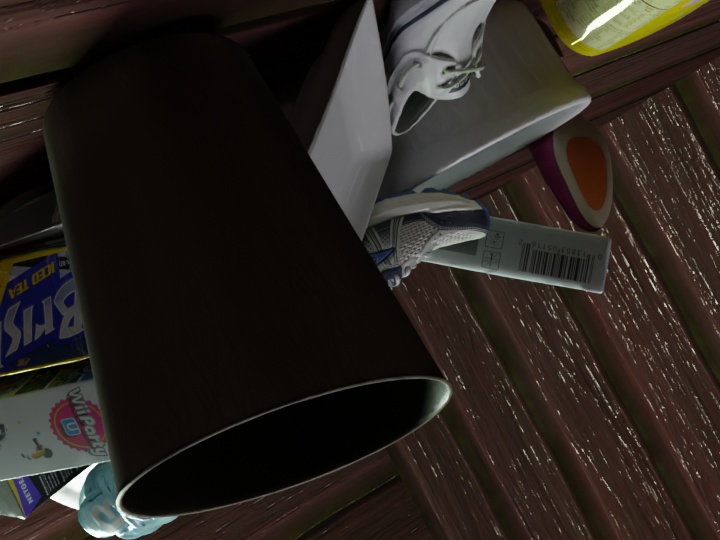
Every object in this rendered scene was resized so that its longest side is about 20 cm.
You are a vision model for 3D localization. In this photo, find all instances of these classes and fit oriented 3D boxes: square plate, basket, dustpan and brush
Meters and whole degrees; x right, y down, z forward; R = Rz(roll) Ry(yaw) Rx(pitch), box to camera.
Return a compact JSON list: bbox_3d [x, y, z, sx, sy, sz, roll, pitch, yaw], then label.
[{"bbox_3d":[-0.028,-0.039,0.913,0.200,0.028,0.199,78,30,-66],"label":"square plate"},{"bbox_3d":[-0.070,-0.002,0.719,0.180,0.200,0.136,-8,154,-42],"label":"basket"},{"bbox_3d":[-0.129,-0.063,0.905,0.139,0.057,0.200,-15,180,40],"label":"dustpan and brush"}]

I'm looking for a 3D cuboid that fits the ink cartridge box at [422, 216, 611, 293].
[{"bbox_3d":[0.119,-0.018,1.211,0.160,0.047,0.200,10,-179,7],"label":"ink cartridge box"}]

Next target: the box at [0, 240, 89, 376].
[{"bbox_3d":[-0.211,0.026,0.896,0.199,0.070,0.064,-12,-174,20],"label":"box"}]

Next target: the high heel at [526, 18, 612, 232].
[{"bbox_3d":[0.146,-0.108,1.254,0.067,0.200,0.096,-4,156,-39],"label":"high heel"}]

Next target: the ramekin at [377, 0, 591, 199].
[{"bbox_3d":[0.066,-0.123,1.132,0.200,0.098,0.200,-27,177,-1],"label":"ramekin"}]

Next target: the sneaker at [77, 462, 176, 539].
[{"bbox_3d":[-0.147,0.152,1.004,0.082,0.074,0.200,-45,-178,-22],"label":"sneaker"}]

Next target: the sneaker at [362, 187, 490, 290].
[{"bbox_3d":[0.000,0.000,1.051,0.199,0.085,0.077,-14,170,-9],"label":"sneaker"}]

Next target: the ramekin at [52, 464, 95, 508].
[{"bbox_3d":[-0.235,0.113,1.376,0.098,0.201,0.200,-39,171,36],"label":"ramekin"}]

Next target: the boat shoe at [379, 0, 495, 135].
[{"bbox_3d":[0.053,-0.143,0.948,0.073,0.067,0.200,-27,177,-18],"label":"boat shoe"}]

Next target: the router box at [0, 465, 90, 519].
[{"bbox_3d":[-0.259,0.108,1.094,0.200,0.052,0.157,-1,-152,41],"label":"router box"}]

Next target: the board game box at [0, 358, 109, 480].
[{"bbox_3d":[-0.167,0.064,0.962,0.199,0.064,0.148,-12,-156,16],"label":"board game box"}]

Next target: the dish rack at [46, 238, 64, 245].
[{"bbox_3d":[-0.122,-0.036,1.009,0.199,0.044,0.172,-18,-171,20],"label":"dish rack"}]

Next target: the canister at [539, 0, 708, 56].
[{"bbox_3d":[0.226,-0.225,0.977,0.148,0.087,0.200,-26,178,-34],"label":"canister"}]
